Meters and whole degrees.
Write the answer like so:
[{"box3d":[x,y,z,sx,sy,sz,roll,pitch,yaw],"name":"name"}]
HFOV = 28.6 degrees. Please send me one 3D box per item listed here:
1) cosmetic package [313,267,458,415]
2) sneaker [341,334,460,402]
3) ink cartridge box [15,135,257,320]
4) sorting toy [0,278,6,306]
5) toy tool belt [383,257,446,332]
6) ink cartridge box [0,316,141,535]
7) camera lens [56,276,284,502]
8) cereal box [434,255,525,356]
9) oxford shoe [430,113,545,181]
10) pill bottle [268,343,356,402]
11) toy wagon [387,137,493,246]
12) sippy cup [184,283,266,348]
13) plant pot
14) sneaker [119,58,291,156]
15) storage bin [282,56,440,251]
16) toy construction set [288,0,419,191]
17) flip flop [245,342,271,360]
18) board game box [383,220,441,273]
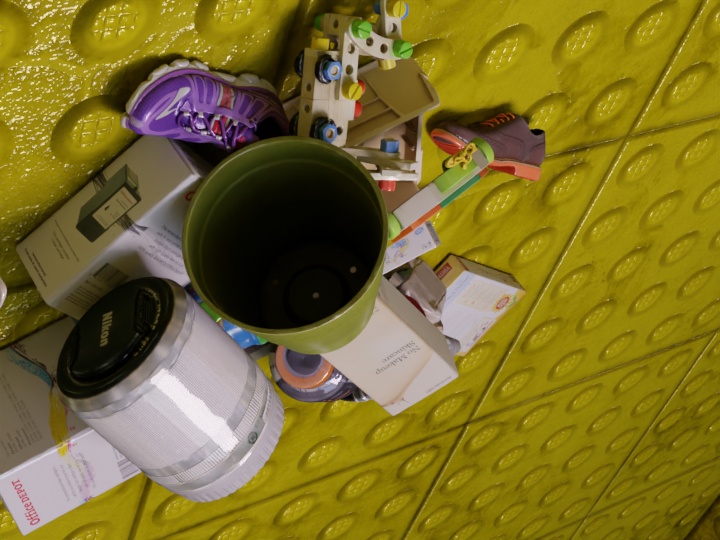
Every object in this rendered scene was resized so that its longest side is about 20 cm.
[{"box3d":[0.019,0.079,1.662,0.103,0.073,0.200,-33,135,15],"name":"cosmetic package"},{"box3d":[0.057,0.136,1.979,0.199,0.075,0.115,-22,163,35],"name":"sneaker"},{"box3d":[-0.226,-0.036,1.453,0.200,0.084,0.146,-40,151,6],"name":"ink cartridge box"},{"box3d":[-0.462,0.043,1.304,0.199,0.107,0.180,-5,146,-45],"name":"sorting toy"},{"box3d":[0.040,0.062,1.826,0.123,0.125,0.200,-39,-173,19],"name":"toy tool belt"},{"box3d":[-0.328,0.163,1.566,0.199,0.146,0.147,-28,151,-16],"name":"ink cartridge box"},{"box3d":[-0.190,0.117,1.410,0.160,0.160,0.200,-39,124,4],"name":"camera lens"},{"box3d":[0.139,0.053,2.040,0.144,0.040,0.200,-46,149,17],"name":"cereal box"},{"box3d":[0.158,-0.164,1.737,0.200,0.071,0.073,11,97,-51],"name":"oxford shoe"},{"box3d":[-0.056,0.113,1.779,0.106,0.106,0.200,-38,171,3],"name":"pill bottle"},{"box3d":[0.076,-0.082,1.493,0.155,0.040,0.200,-38,-178,-24],"name":"toy wagon"},{"box3d":[-0.184,0.050,1.572,0.130,0.140,0.178,-32,150,-6],"name":"sippy cup"},{"box3d":[-0.059,-0.004,1.426,0.200,0.201,0.193,-34,160,-5],"name":"plant pot"},{"box3d":[-0.141,-0.151,1.382,0.199,0.084,0.081,-4,138,-44],"name":"sneaker"},{"box3d":[-0.010,-0.114,1.572,0.198,0.094,0.200,-27,150,-18],"name":"storage bin"},{"box3d":[-0.002,-0.179,1.425,0.131,0.201,0.092,-6,-177,-41],"name":"toy construction set"},{"box3d":[-0.172,0.130,1.783,0.199,0.058,0.081,-27,154,-24],"name":"flip flop"},{"box3d":[0.000,0.000,1.713,0.199,0.034,0.134,-27,180,7],"name":"board game box"}]
